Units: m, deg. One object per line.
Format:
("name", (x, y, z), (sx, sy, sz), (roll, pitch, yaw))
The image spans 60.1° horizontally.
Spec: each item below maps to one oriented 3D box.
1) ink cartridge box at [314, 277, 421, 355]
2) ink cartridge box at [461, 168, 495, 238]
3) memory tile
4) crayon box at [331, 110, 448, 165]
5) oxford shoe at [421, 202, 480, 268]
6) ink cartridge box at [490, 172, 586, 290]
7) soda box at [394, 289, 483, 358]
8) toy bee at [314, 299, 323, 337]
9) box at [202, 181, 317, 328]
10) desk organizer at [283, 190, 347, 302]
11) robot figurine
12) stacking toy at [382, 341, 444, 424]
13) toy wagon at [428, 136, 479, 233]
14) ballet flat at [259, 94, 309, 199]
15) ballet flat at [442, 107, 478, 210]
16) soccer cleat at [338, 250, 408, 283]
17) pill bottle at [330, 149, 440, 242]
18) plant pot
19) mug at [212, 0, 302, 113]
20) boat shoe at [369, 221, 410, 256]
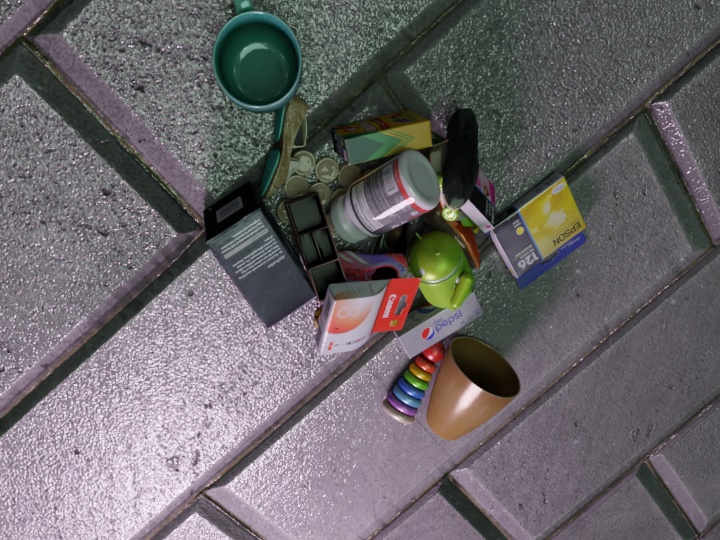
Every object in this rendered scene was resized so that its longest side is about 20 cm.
("ink cartridge box", (0.018, 0.091, 1.223), (0.196, 0.051, 0.164), (-2, 135, -20))
("ink cartridge box", (0.237, -0.146, 1.254), (0.036, 0.097, 0.199), (-8, 156, 29))
("memory tile", (-0.061, -0.149, 1.254), (0.197, 0.017, 0.156), (12, 108, -20))
("crayon box", (0.053, -0.258, 1.181), (0.196, 0.127, 0.052), (-14, 115, -10))
("oxford shoe", (0.196, -0.075, 1.337), (0.072, 0.072, 0.201), (-23, 121, 25))
("ink cartridge box", (0.405, -0.079, 1.395), (0.196, 0.047, 0.201), (-36, 114, 0))
("soda box", (0.171, 0.108, 1.394), (0.198, 0.064, 0.069), (-31, 118, -1))
("toy bee", (-0.056, 0.101, 1.306), (0.196, 0.110, 0.131), (13, 154, -2))
("box", (-0.191, -0.034, 1.164), (0.116, 0.197, 0.202), (-31, 116, -2))
("desk organizer", (-0.084, -0.047, 1.206), (0.071, 0.077, 0.203), (-19, 99, -6))
("robot figurine", (0.167, -0.001, 1.289), (0.116, 0.175, 0.201), (-43, 139, -7))
("stacking toy", (0.129, 0.248, 1.435), (0.084, 0.085, 0.202), (25, 98, -23))
("toy wagon", (0.193, -0.162, 1.252), (0.039, 0.156, 0.202), (-7, 122, 31))
("ballet flat", (-0.137, -0.226, 1.166), (0.064, 0.070, 0.204), (10, 103, -27))
("ballet flat", (0.187, -0.206, 1.165), (0.065, 0.057, 0.204), (12, 75, -8))
("soccer cleat", (0.000, 0.000, 1.267), (0.196, 0.077, 0.068), (-1, 116, 15))
("pill bottle", (0.043, -0.134, 1.173), (0.198, 0.117, 0.116), (-25, 123, 38))
("plant pot", (0.238, 0.292, 1.436), (0.184, 0.188, 0.202), (18, 119, -21))
("mug", (-0.170, -0.367, 1.074), (0.149, 0.114, 0.188), (18, 94, -7))
("boat shoe", (0.063, -0.034, 1.307), (0.070, 0.068, 0.204), (4, 112, -19))
